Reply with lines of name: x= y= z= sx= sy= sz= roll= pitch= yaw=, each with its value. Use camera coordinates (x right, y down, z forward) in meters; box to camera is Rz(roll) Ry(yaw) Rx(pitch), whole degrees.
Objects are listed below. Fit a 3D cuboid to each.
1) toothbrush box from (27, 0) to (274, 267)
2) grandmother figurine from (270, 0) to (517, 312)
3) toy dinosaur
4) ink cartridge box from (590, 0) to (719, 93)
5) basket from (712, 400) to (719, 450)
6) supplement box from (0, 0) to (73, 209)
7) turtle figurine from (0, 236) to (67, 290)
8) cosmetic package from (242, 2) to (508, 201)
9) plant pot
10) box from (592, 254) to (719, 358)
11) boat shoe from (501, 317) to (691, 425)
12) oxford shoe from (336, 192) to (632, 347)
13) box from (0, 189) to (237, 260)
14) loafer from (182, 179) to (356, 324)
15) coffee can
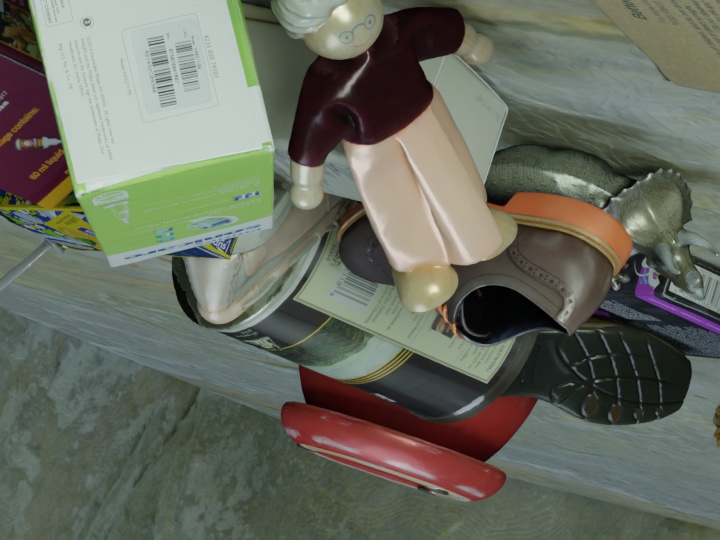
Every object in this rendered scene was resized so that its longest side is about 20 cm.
toothbrush box: x=-0.093 y=-0.093 z=1.023 sx=0.086 sy=0.146 sz=0.200 roll=-13 pitch=172 yaw=-5
grandmother figurine: x=0.015 y=-0.076 z=1.097 sx=0.061 sy=0.121 sz=0.200 roll=25 pitch=155 yaw=42
toy dinosaur: x=0.112 y=-0.042 z=1.319 sx=0.200 sy=0.077 sz=0.102 roll=21 pitch=161 yaw=13
ink cartridge box: x=0.146 y=-0.108 z=0.717 sx=0.164 sy=0.075 sz=0.200 roll=15 pitch=172 yaw=29
basket: x=0.305 y=0.072 z=1.344 sx=0.149 sy=0.143 sz=0.200 roll=20 pitch=172 yaw=-8
supplement box: x=-0.209 y=-0.126 z=1.146 sx=0.200 sy=0.111 sz=0.086 roll=25 pitch=131 yaw=-35
turtle figurine: x=-0.196 y=-0.067 z=1.399 sx=0.194 sy=0.200 sz=0.144 roll=-15 pitch=109 yaw=39
cosmetic package: x=-0.035 y=-0.089 z=1.245 sx=0.200 sy=0.073 sz=0.104 roll=14 pitch=171 yaw=24
plant pot: x=0.043 y=0.068 z=1.767 sx=0.200 sy=0.183 sz=0.200 roll=19 pitch=174 yaw=2
box: x=0.209 y=0.024 z=1.620 sx=0.143 sy=0.036 sz=0.200 roll=23 pitch=169 yaw=-27
boat shoe: x=0.134 y=0.054 z=1.651 sx=0.200 sy=0.076 sz=0.074 roll=12 pitch=-158 yaw=-14
oxford shoe: x=0.052 y=-0.001 z=1.276 sx=0.200 sy=0.073 sz=0.071 roll=0 pitch=146 yaw=48
box: x=-0.130 y=-0.049 z=1.248 sx=0.070 sy=0.064 sz=0.200 roll=25 pitch=170 yaw=-29
loafer: x=-0.049 y=-0.034 z=1.336 sx=0.072 sy=0.063 sz=0.200 roll=11 pitch=-154 yaw=21
coffee can: x=0.000 y=0.000 z=1.515 sx=0.200 sy=0.147 sz=0.146 roll=25 pitch=170 yaw=-37
